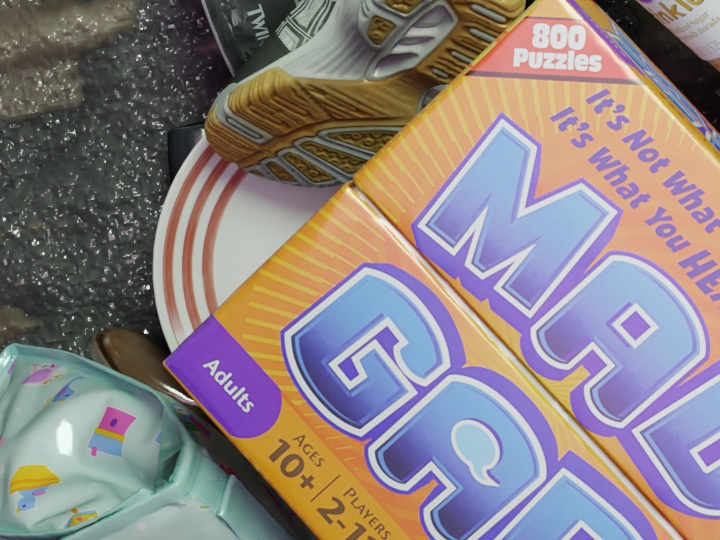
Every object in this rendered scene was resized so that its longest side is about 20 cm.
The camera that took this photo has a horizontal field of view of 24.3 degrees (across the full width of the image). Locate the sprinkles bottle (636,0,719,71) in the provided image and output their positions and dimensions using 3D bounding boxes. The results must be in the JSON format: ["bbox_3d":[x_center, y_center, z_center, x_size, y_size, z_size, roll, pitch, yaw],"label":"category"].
[{"bbox_3d":[0.133,-0.146,0.714,0.200,0.068,0.068,38,99,-11],"label":"sprinkles bottle"}]

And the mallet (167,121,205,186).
[{"bbox_3d":[-0.005,-0.042,0.843,0.200,0.041,0.066,2,97,19],"label":"mallet"}]

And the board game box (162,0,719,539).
[{"bbox_3d":[0.081,0.028,0.680,0.200,0.200,0.200,-44,88,14],"label":"board game box"}]

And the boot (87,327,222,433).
[{"bbox_3d":[-0.014,0.021,0.858,0.186,0.064,0.200,36,101,-8],"label":"boot"}]

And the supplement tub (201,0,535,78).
[{"bbox_3d":[0.023,-0.165,0.803,0.200,0.123,0.123,-16,94,8],"label":"supplement tub"}]

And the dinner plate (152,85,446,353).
[{"bbox_3d":[0.000,0.000,0.812,0.200,0.024,0.201,0,102,2],"label":"dinner plate"}]

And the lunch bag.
[{"bbox_3d":[-0.088,0.128,0.761,0.170,0.200,0.122,48,63,-31],"label":"lunch bag"}]

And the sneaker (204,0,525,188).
[{"bbox_3d":[0.006,-0.106,0.724,0.076,0.088,0.200,28,143,-27],"label":"sneaker"}]
